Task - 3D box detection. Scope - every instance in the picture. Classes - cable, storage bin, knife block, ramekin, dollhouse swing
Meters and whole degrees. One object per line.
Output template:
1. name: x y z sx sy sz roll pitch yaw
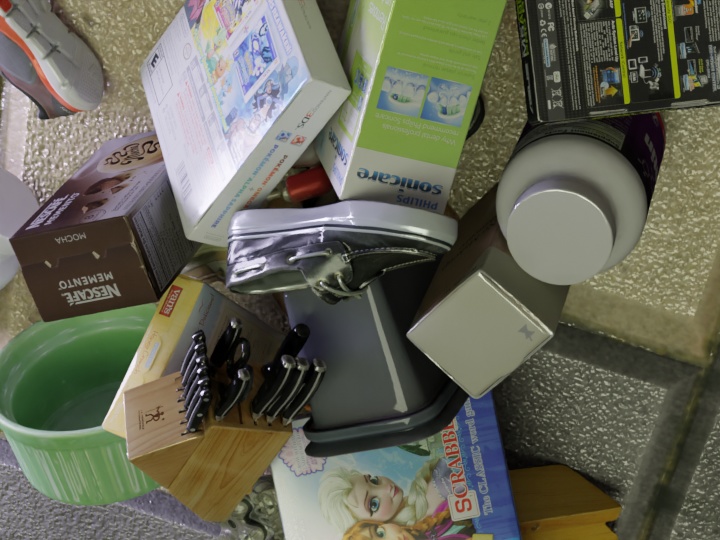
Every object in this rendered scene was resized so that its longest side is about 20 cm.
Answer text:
1. cable: 0.006 -0.097 1.301 0.200 0.050 0.097 -12 71 28
2. storage bin: 0.009 0.047 1.279 0.145 0.200 0.135 -12 103 24
3. knife block: -0.087 0.114 1.228 0.175 0.064 0.200 -18 145 13
4. ramekin: -0.233 0.121 1.431 0.199 0.200 0.098 1 126 17
5. dollhouse swing: 0.107 0.249 1.486 0.181 0.176 0.200 -4 126 -28

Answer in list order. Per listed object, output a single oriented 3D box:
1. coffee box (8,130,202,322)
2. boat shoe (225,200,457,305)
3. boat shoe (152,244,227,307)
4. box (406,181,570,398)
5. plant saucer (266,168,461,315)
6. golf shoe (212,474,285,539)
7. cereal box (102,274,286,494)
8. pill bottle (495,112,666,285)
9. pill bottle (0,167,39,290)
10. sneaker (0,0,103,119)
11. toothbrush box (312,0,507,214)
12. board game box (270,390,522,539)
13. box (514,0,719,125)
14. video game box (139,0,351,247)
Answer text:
1. coffee box: -0.193 -0.045 1.319 0.113 0.200 0.080 -9 115 22
2. boat shoe: -0.016 -0.008 1.162 0.200 0.072 0.071 -3 74 38
3. boat shoe: -0.116 -0.004 1.368 0.200 0.073 0.063 -7 99 39
4. box: 0.114 0.002 1.247 0.078 0.200 0.095 42 122 -8
5. plant saucer: 0.000 0.000 1.380 0.200 0.035 0.201 7 120 13
6. golf shoe: -0.056 0.213 1.455 0.200 0.097 0.078 -3 114 48
7. cereal box: -0.128 0.102 1.359 0.039 0.144 0.200 18 168 31
8. pill bottle: 0.167 -0.069 1.191 0.112 0.200 0.113 8 120 13
9. pill bottle: -0.386 -0.009 1.452 0.200 0.112 0.112 -36 103 31
10. sneaker: -0.306 -0.209 1.341 0.082 0.077 0.200 -22 109 33
11. toothbrush box: 0.036 -0.159 1.181 0.086 0.146 0.200 10 109 -14
12. board game box: 0.033 0.208 1.338 0.199 0.041 0.201 -12 90 5
13. box: 0.191 -0.211 1.124 0.160 0.044 0.201 -7 93 -4
14. video game box: -0.097 -0.152 1.244 0.047 0.200 0.182 12 133 -35
